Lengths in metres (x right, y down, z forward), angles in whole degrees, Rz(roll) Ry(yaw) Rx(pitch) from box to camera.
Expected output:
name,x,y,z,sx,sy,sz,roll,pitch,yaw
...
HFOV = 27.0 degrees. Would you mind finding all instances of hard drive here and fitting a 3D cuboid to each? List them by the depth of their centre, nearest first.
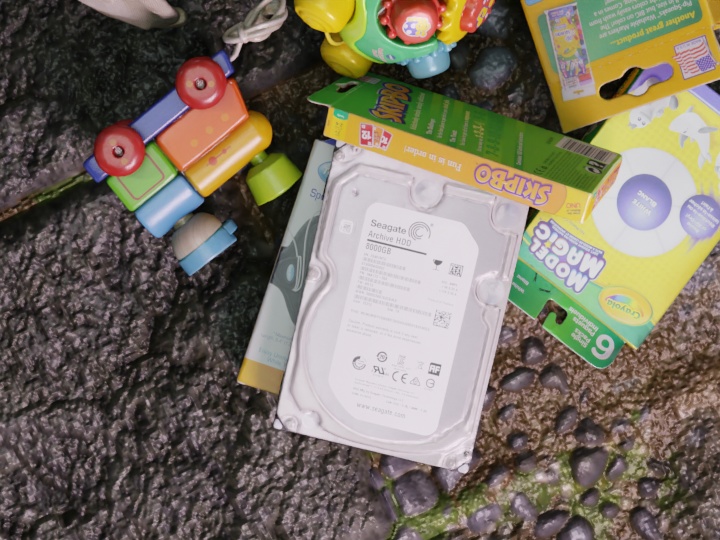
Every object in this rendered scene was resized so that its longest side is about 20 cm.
name,x,y,z,sx,sy,sz,roll,pitch,yaw
hard drive,0.028,0.023,1.010,0.138,0.038,0.202,14,93,1

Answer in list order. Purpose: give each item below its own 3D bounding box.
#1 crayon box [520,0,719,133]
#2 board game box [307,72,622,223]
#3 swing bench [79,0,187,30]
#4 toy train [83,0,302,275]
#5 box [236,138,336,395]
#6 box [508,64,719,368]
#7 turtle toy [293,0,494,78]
name,x,y,z,sx,sy,sz,roll,pitch,yaw
crayon box,0.165,-0.208,0.996,0.125,0.051,0.202,-17,92,34
board game box,0.068,-0.086,0.991,0.198,0.096,0.030,23,116,14
swing bench,-0.122,-0.235,0.948,0.199,0.199,0.130,-35,94,2
toy train,-0.079,-0.098,1.019,0.199,0.085,0.116,-39,99,2
box,0.000,0.000,1.048,0.118,0.041,0.202,19,91,-2
box,0.188,-0.039,1.043,0.117,0.048,0.201,36,95,-2
turtle toy,0.035,-0.198,0.956,0.100,0.200,0.147,28,83,16
